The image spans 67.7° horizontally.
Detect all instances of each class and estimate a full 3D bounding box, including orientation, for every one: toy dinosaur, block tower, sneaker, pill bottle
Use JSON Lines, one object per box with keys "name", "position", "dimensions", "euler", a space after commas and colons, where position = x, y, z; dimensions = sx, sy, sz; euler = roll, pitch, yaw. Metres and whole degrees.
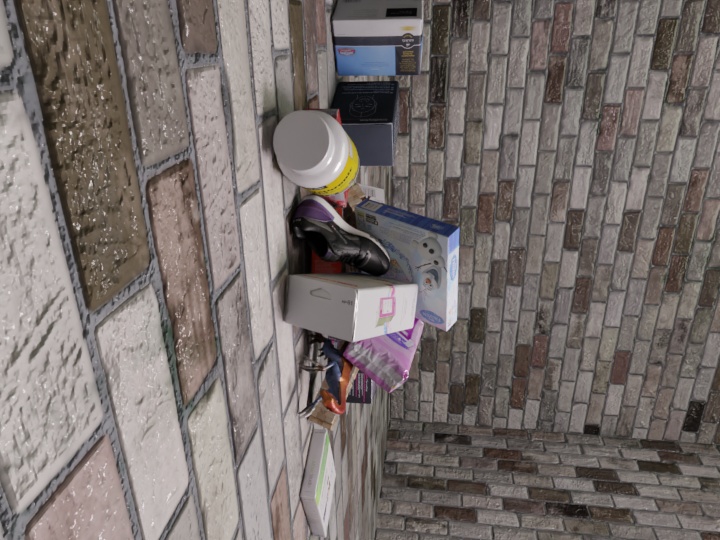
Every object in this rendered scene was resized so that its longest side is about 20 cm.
{"name": "toy dinosaur", "position": [-0.044, 0.181, 0.985], "dimensions": [0.182, 0.198, 0.106], "euler": [47, -20, 50]}
{"name": "block tower", "position": [-0.042, 0.221, 1.102], "dimensions": [0.054, 0.057, 0.203], "euler": [77, 34, -71]}
{"name": "sneaker", "position": [-0.037, -0.036, 0.931], "dimensions": [0.076, 0.199, 0.088], "euler": [-41, -158, 40]}
{"name": "pill bottle", "position": [-0.067, -0.178, 0.818], "dimensions": [0.200, 0.109, 0.114], "euler": [-12, 104, -82]}
{"name": "block tower", "position": [0.018, -0.081, 1.143], "dimensions": [0.202, 0.057, 0.054], "euler": [59, -37, 6]}

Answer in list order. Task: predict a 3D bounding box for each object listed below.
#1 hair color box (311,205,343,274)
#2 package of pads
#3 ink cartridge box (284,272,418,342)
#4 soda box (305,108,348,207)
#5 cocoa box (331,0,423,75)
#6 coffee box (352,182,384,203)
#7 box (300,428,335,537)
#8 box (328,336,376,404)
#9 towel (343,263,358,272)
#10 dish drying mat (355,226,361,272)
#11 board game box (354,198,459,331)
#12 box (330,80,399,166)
{"name": "hair color box", "position": [-0.063, -0.022, 1.040], "dimensions": [0.102, 0.060, 0.204], "euler": [-94, -176, -80]}
{"name": "package of pads", "position": [0.051, 0.135, 1.049], "dimensions": [0.076, 0.120, 0.200], "euler": [-48, -177, 28]}
{"name": "ink cartridge box", "position": [-0.012, 0.055, 0.910], "dimensions": [0.199, 0.143, 0.086], "euler": [0, 98, -56]}
{"name": "soda box", "position": [-0.063, -0.209, 1.019], "dimensions": [0.201, 0.062, 0.071], "euler": [81, 14, -59]}
{"name": "cocoa box", "position": [0.044, -0.535, 1.222], "dimensions": [0.132, 0.196, 0.135], "euler": [84, 10, -49]}
{"name": "coffee box", "position": [0.003, -0.082, 1.247], "dimensions": [0.113, 0.079, 0.204], "euler": [139, -47, -56]}
{"name": "box", "position": [-0.087, 0.455, 1.145], "dimensions": [0.146, 0.036, 0.202], "euler": [-80, 171, -46]}
{"name": "box", "position": [-0.014, 0.212, 1.328], "dimensions": [0.132, 0.112, 0.204], "euler": [-9, 102, -82]}
{"name": "towel", "position": [-0.032, 0.056, 1.147], "dimensions": [0.200, 0.034, 0.135], "euler": [128, -42, -65]}
{"name": "dish drying mat", "position": [0.000, 0.000, 1.117], "dimensions": [0.077, 0.018, 0.203], "euler": [-123, -150, -50]}
{"name": "board game box", "position": [0.084, -0.012, 0.976], "dimensions": [0.043, 0.198, 0.202], "euler": [-37, 136, -38]}
{"name": "box", "position": [0.011, -0.339, 1.229], "dimensions": [0.202, 0.145, 0.108], "euler": [-80, 169, -45]}
